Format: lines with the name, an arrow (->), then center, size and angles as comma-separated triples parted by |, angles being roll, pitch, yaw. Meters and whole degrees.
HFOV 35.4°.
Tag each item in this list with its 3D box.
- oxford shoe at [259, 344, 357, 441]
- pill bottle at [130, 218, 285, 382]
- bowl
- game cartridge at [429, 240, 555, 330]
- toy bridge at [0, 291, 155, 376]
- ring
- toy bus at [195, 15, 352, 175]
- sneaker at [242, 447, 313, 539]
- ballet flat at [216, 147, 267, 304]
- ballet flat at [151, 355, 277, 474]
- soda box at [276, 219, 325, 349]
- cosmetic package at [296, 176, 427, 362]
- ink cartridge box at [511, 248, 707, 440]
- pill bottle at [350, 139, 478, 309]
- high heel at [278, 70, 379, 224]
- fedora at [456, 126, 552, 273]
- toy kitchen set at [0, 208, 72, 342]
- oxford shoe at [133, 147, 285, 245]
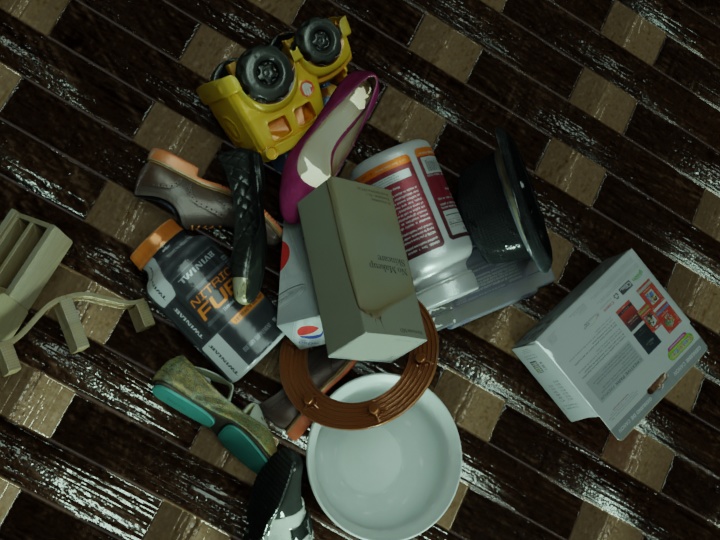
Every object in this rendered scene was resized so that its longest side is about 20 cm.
oxford shoe -> -0.049, 0.113, 1.415 | 0.072, 0.071, 0.200 | 37, 72, -1
pill bottle -> -0.188, 0.032, 1.371 | 0.200, 0.106, 0.106 | 46, 71, -3
bowl -> 0.019, 0.232, 1.398 | 0.199, 0.090, 0.203 | 3, 78, -16
game cartridge -> 0.154, -0.005, 1.517 | 0.199, 0.038, 0.131 | -21, 89, -19
toy bridge -> -0.342, 0.064, 1.327 | 0.199, 0.027, 0.068 | -18, 84, -38
ring -> -0.004, 0.097, 1.364 | 0.199, 0.019, 0.202 | -7, 59, 11
toy bus -> -0.080, -0.209, 1.447 | 0.199, 0.135, 0.193 | -33, 102, -22
sneaker -> -0.089, 0.307, 1.349 | 0.088, 0.074, 0.202 | 9, 104, -28
ballet flat -> -0.143, -0.052, 1.351 | 0.056, 0.067, 0.202 | -5, 67, 6
ballet flat -> -0.161, 0.174, 1.374 | 0.200, 0.071, 0.071 | 38, 71, -6
soda box -> -0.056, -0.007, 1.390 | 0.068, 0.064, 0.201 | -14, 53, 21
cosmetic package -> 0.000, 0.000, 1.320 | 0.103, 0.073, 0.201 | 8, 58, -42
ink cartridge box -> 0.338, 0.104, 1.520 | 0.200, 0.084, 0.176 | -40, 91, -19
pill bottle -> 0.072, -0.054, 1.427 | 0.112, 0.113, 0.201 | -20, 84, -19
high heel -> -0.036, -0.149, 1.359 | 0.067, 0.096, 0.201 | 34, 79, -13
fedora -> 0.178, -0.081, 1.460 | 0.091, 0.200, 0.202 | -20, 84, 14
toy kitchen set -> -0.482, -0.028, 1.277 | 0.162, 0.200, 0.181 | 18, 69, 31
oxford shoe -> -0.189, -0.074, 1.414 | 0.199, 0.071, 0.073 | 29, 78, -6
